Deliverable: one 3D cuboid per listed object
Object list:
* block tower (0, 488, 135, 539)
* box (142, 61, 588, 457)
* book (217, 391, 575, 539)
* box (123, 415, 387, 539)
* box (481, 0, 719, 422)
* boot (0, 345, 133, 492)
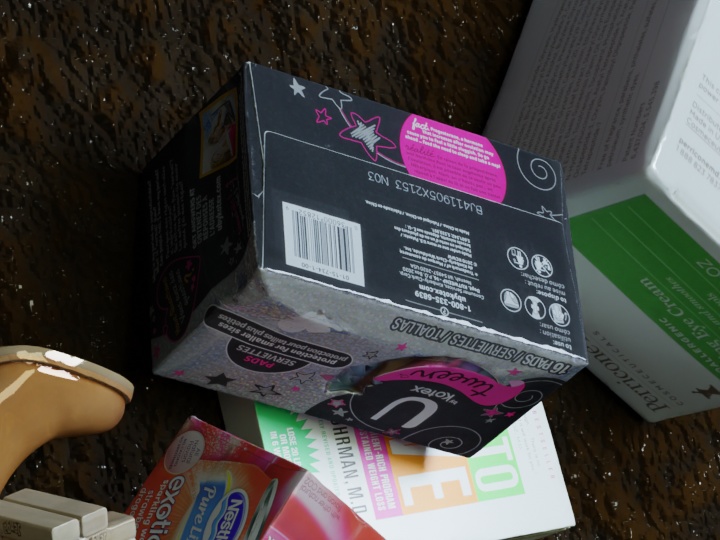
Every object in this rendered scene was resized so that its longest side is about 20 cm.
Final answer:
[{"bbox_3d":[-0.132,0.203,1.334,0.054,0.058,0.201,-20,112,-47],"label":"block tower"},{"bbox_3d":[0.000,0.000,1.481,0.199,0.115,0.133,16,52,-29],"label":"box"},{"bbox_3d":[0.015,0.091,1.556,0.199,0.048,0.134,-6,79,-41],"label":"book"},{"bbox_3d":[-0.027,0.170,1.409,0.100,0.095,0.200,-56,133,-12],"label":"box"},{"bbox_3d":[0.192,-0.056,1.664,0.199,0.171,0.200,40,55,-27],"label":"box"},{"bbox_3d":[-0.189,0.114,1.337,0.200,0.077,0.156,4,77,-44],"label":"boot"}]
